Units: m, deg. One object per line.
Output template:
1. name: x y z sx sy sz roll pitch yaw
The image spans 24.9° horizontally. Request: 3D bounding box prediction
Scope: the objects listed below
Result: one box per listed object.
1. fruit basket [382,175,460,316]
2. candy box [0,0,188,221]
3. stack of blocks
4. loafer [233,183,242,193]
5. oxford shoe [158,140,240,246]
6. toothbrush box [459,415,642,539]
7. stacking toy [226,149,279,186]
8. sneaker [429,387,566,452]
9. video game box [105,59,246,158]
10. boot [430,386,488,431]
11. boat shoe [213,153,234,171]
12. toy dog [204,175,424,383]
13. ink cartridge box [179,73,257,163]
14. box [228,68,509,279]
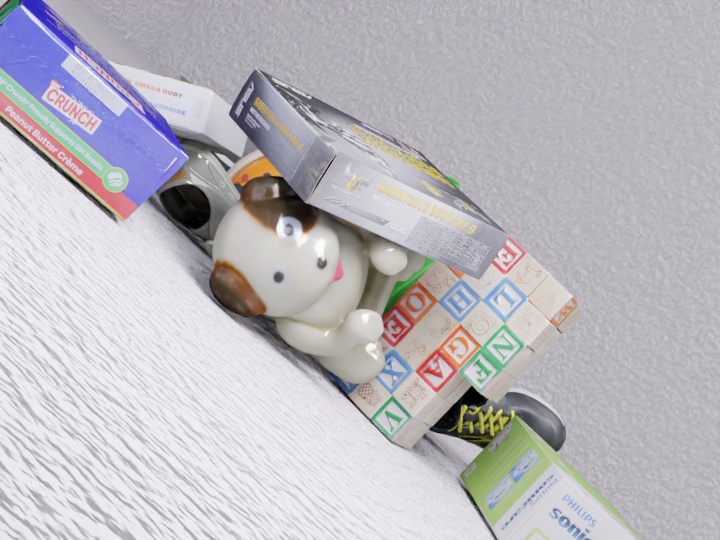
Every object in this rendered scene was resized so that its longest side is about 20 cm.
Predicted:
1. fruit basket: 0.000 0.000 1.535 0.155 0.216 0.216 32 0 12
2. candy box: -0.226 -0.134 1.268 0.169 0.077 0.200 44 1 -17
3. stack of blocks: 0.085 0.063 1.434 0.115 0.200 0.059 45 3 23
4. loafer: -0.168 -0.078 1.633 0.072 0.063 0.200 -21 52 -39
5. oxford shoe: -0.123 -0.033 1.518 0.200 0.075 0.058 51 40 -29
6. toothbrush box: 0.185 0.233 1.491 0.146 0.086 0.200 43 2 -13
7. stacking toy: -0.064 -0.022 1.691 0.146 0.146 0.200 41 18 -43
8. sneaker: 0.111 0.151 1.672 0.199 0.075 0.085 17 11 12
9. video game box: -0.206 -0.156 1.499 0.181 0.047 0.200 14 -1 6
10. boot: 0.099 0.062 1.558 0.076 0.201 0.168 28 -9 -6
11. boat shoe: -0.170 -0.100 1.841 0.200 0.060 0.076 47 -31 16
12. toy dog: -0.050 -0.010 1.333 0.193 0.140 0.200 30 -2 17
13. ink cartridge box: -0.126 -0.128 1.857 0.200 0.048 0.146 42 -32 27
14. box: 0.006 -0.078 1.332 0.199 0.048 0.158 23 16 -38
